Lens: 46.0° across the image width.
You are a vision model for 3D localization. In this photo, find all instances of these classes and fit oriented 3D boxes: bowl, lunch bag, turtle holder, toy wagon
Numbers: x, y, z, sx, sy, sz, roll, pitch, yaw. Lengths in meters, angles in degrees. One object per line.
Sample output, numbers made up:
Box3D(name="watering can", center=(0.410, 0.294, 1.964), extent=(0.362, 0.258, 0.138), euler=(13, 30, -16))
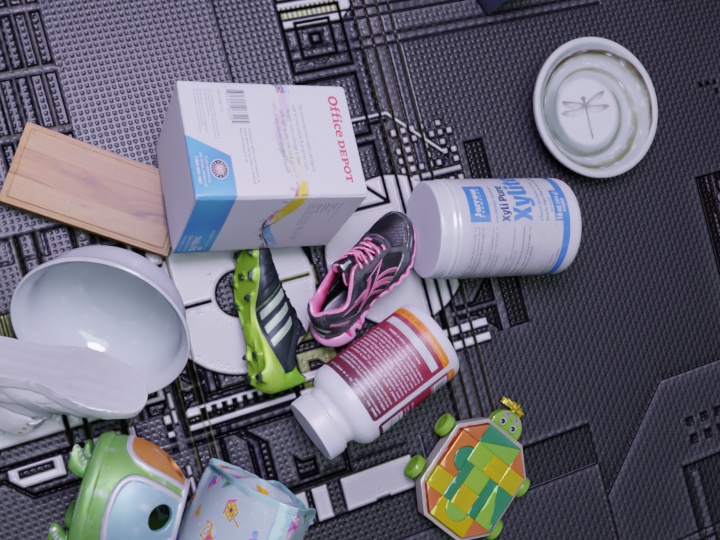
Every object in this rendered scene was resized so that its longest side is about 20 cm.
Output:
Box3D(name="bowl", center=(-0.283, 0.043, 0.967), extent=(0.200, 0.090, 0.202), euler=(3, 127, 4))
Box3D(name="lunch bag", center=(-0.135, 0.321, 0.959), extent=(0.122, 0.200, 0.171), euler=(27, 79, -23))
Box3D(name="turtle holder", center=(-0.268, 0.278, 0.945), extent=(0.131, 0.141, 0.186), euler=(14, 60, -8))
Box3D(name="toy wagon", center=(0.159, 0.259, 1.141), extent=(0.155, 0.040, 0.200), euler=(40, 77, -12))

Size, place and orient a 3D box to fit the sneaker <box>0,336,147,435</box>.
Box3D(name="sneaker", center=(-0.341, 0.141, 0.955), extent=(0.199, 0.116, 0.074), euler=(17, 47, -6))

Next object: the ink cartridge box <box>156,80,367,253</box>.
Box3D(name="ink cartridge box", center=(-0.118, -0.117, 0.988), extent=(0.199, 0.146, 0.147), euler=(-3, 68, -25))

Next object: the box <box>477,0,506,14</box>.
Box3D(name="box", center=(0.206, -0.498, 1.153), extent=(0.200, 0.117, 0.197), euler=(-41, 99, -16))

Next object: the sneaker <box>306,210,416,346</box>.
Box3D(name="sneaker", center=(0.000, 0.000, 1.068), extent=(0.079, 0.095, 0.200), euler=(28, 75, 26))

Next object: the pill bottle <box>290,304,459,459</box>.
Box3D(name="pill bottle", center=(0.016, 0.141, 1.064), extent=(0.200, 0.113, 0.113), euler=(-35, 98, -16))

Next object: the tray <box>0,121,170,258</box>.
Box3D(name="tray", center=(-0.313, -0.094, 1.014), extent=(0.199, 0.037, 0.099), euler=(19, 82, -16))

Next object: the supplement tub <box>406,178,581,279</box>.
Box3D(name="supplement tub", center=(0.173, -0.056, 1.114), extent=(0.199, 0.132, 0.132), euler=(-3, 88, -19))

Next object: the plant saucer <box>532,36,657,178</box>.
Box3D(name="plant saucer", center=(0.327, -0.229, 1.213), extent=(0.199, 0.050, 0.201), euler=(1, 87, -17))

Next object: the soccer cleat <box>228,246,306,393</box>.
Box3D(name="soccer cleat", center=(-0.113, 0.052, 1.061), extent=(0.081, 0.067, 0.201), euler=(-4, 85, -39))
